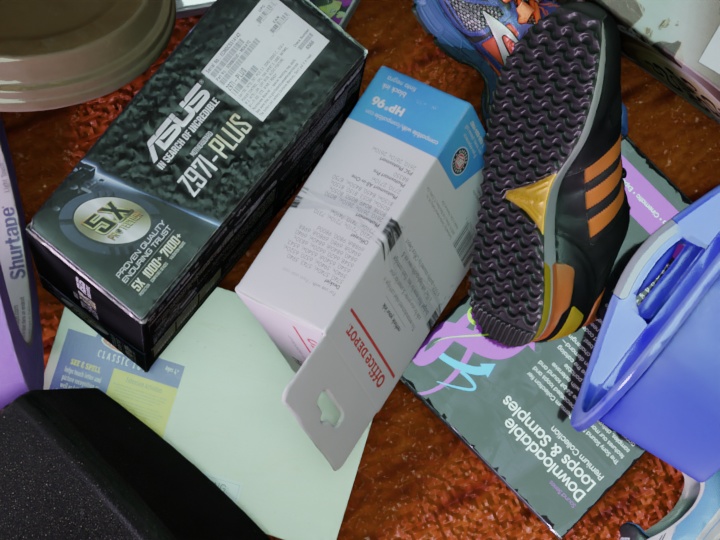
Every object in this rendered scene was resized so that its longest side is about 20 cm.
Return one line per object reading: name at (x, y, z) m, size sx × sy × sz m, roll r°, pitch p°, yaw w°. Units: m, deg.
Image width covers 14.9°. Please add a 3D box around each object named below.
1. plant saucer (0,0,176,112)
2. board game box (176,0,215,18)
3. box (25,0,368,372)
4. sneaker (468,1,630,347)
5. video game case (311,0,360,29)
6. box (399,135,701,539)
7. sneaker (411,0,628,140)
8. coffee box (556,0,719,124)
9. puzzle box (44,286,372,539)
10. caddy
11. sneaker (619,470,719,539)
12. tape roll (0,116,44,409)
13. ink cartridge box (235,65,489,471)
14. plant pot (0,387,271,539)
plant saucer at (-0.202, -0.161, 1.552) m, size 0.199 × 0.201 × 0.030 m, roll 10°, pitch 130°, yaw 0°
board game box at (-0.103, -0.218, 1.653) m, size 0.198 × 0.035 × 0.127 m, roll -9°, pitch 88°, yaw 0°
box at (-0.092, -0.056, 1.568) m, size 0.086 × 0.164 × 0.200 m, roll 38°, pitch 80°, yaw 5°
sneaker at (0.121, -0.056, 1.577) m, size 0.070 × 0.090 × 0.202 m, roll 24°, pitch 109°, yaw 40°
video game case at (-0.056, -0.256, 1.592) m, size 0.199 × 0.036 × 0.182 m, roll 32°, pitch 108°, yaw 1°
box at (0.137, 0.039, 1.644) m, size 0.143 × 0.036 × 0.200 m, roll 45°, pitch 87°, yaw 2°
sneaker at (0.093, -0.142, 1.602) m, size 0.078 × 0.075 × 0.201 m, roll -18°, pitch 117°, yaw 33°
coffee box at (0.213, -0.138, 1.611) m, size 0.199 × 0.113 × 0.080 m, roll 36°, pitch 88°, yaw 2°
puzzle box at (-0.091, 0.076, 1.648) m, size 0.199 × 0.025 × 0.134 m, roll 18°, pitch 89°, yaw 1°
caddy at (0.197, 0.022, 1.554) m, size 0.105 × 0.141 × 0.200 m, roll 37°, pitch 93°, yaw -1°
sneaker at (0.169, 0.195, 1.620) m, size 0.072 × 0.072 × 0.201 m, roll 28°, pitch 83°, yaw 0°
tape roll at (-0.240, -0.016, 1.564) m, size 0.084 × 0.200 × 0.202 m, roll -10°, pitch 88°, yaw -1°
ink cartridge box at (0.000, 0.000, 1.579) m, size 0.068 × 0.116 × 0.201 m, roll 25°, pitch 74°, yaw 27°
plant pot at (-0.171, 0.176, 1.553) m, size 0.199 × 0.200 × 0.178 m, roll -37°, pitch 82°, yaw 9°
